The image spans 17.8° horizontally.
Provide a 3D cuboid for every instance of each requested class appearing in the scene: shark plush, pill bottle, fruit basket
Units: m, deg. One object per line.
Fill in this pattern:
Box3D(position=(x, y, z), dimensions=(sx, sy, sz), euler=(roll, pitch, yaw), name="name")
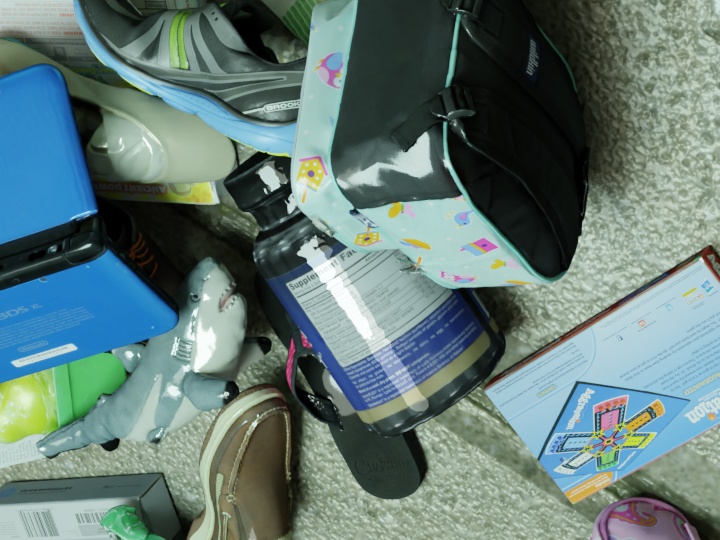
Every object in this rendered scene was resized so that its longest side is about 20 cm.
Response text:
Box3D(position=(-0.147, 0.070, 1.608), dimensions=(0.200, 0.091, 0.083), euler=(-33, 100, 37), name="shark plush")
Box3D(position=(0.000, 0.000, 1.511), dimensions=(0.112, 0.112, 0.200), euler=(-28, 101, 36), name="pill bottle")
Box3D(position=(-0.271, 0.063, 1.652), dimensions=(0.199, 0.094, 0.186), euler=(-12, 120, -15), name="fruit basket")

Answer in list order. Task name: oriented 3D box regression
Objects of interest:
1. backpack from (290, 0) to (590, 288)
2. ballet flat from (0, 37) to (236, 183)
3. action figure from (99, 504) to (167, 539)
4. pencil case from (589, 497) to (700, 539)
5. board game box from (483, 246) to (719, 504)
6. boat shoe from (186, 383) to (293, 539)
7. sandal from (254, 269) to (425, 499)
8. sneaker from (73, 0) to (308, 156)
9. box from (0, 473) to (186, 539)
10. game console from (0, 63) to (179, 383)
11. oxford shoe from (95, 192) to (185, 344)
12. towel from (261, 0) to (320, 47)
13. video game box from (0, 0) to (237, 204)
Box3D(position=(0.054, -0.080, 1.385), dimensions=(0.153, 0.176, 0.200), euler=(-12, 150, 32), name="backpack")
Box3D(position=(-0.181, -0.093, 1.530), dimensions=(0.199, 0.069, 0.070), euler=(21, 124, 16), name="ballet flat")
Box3D(position=(-0.139, 0.264, 1.715), dimensions=(0.118, 0.055, 0.201), euler=(-14, 105, 59), name="action figure")
Box3D(position=(0.173, 0.251, 1.579), dimensions=(0.087, 0.087, 0.200), euler=(26, 126, 13), name="pencil case")
Box3D(position=(0.183, 0.072, 1.511), dimensions=(0.200, 0.019, 0.103), euler=(-34, 96, 37), name="board game box")
Box3D(position=(-0.073, 0.170, 1.663), dimensions=(0.075, 0.075, 0.203), euler=(46, 143, 31), name="boat shoe")
Box3D(position=(-0.015, 0.080, 1.605), dimensions=(0.075, 0.045, 0.200), euler=(-16, 108, 35), name="sandal")
Box3D(position=(-0.097, -0.140, 1.460), dimensions=(0.199, 0.071, 0.083), euler=(28, 97, 28), name="sneaker")
Box3D(position=(-0.194, 0.258, 1.803), dimensions=(0.155, 0.041, 0.201), euler=(-7, 112, 30), name="box")
Box3D(position=(-0.242, -0.022, 1.534), dimensions=(0.199, 0.119, 0.171), euler=(-16, 144, 21), name="game console")
Box3D(position=(-0.170, -0.002, 1.589), dimensions=(0.200, 0.071, 0.072), euler=(37, 158, -30), name="oxford shoe")
Box3D(position=(-0.029, -0.222, 1.460), dimensions=(0.200, 0.023, 0.153), euler=(44, 128, -1), name="towel")
Box3D(position=(-0.190, -0.138, 1.578), dimensions=(0.199, 0.047, 0.183), euler=(4, 116, 26), name="video game box")
